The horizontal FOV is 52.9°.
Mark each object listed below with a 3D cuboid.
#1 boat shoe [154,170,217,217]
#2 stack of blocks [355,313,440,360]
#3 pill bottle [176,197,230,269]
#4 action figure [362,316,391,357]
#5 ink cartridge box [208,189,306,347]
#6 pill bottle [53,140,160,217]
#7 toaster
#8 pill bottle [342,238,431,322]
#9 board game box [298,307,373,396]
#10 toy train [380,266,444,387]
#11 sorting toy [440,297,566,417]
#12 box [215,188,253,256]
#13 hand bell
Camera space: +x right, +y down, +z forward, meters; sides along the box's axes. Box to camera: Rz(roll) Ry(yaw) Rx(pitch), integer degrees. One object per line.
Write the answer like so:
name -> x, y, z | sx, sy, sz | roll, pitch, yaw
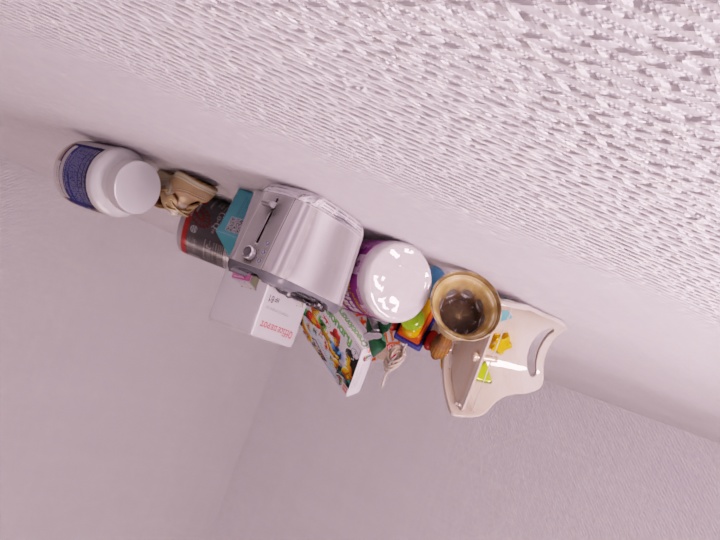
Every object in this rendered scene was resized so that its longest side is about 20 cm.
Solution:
boat shoe -> -0.302, -0.124, 1.220 | 0.073, 0.070, 0.199 | 24, 174, -33
stack of blocks -> 0.043, 0.097, 1.297 | 0.196, 0.118, 0.058 | -6, -172, 30
pill bottle -> -0.229, -0.057, 1.341 | 0.196, 0.118, 0.116 | 20, 175, 6
action figure -> 0.018, 0.034, 1.219 | 0.054, 0.120, 0.201 | 16, -150, -18
ink cartridge box -> -0.131, 0.003, 1.089 | 0.083, 0.204, 0.144 | 18, 174, 23
pill bottle -> -0.414, -0.149, 1.190 | 0.198, 0.113, 0.110 | 16, 173, 43
toaster -> -0.074, -0.027, 0.964 | 0.112, 0.131, 0.199 | 18, 173, 38
pill bottle -> 0.012, 0.010, 1.074 | 0.111, 0.114, 0.199 | 23, 173, -24
board game box -> -0.051, 0.105, 1.281 | 0.034, 0.128, 0.201 | -15, -129, -33
toy train -> 0.081, 0.091, 1.144 | 0.083, 0.203, 0.116 | 26, 170, 11
sorting toy -> 0.234, 0.126, 1.149 | 0.176, 0.204, 0.107 | 9, -158, -20
box -> -0.169, -0.038, 1.173 | 0.048, 0.083, 0.201 | 17, 155, 16
hand bell -> 0.132, 0.091, 1.085 | 0.102, 0.106, 0.201 | 21, 153, 2
